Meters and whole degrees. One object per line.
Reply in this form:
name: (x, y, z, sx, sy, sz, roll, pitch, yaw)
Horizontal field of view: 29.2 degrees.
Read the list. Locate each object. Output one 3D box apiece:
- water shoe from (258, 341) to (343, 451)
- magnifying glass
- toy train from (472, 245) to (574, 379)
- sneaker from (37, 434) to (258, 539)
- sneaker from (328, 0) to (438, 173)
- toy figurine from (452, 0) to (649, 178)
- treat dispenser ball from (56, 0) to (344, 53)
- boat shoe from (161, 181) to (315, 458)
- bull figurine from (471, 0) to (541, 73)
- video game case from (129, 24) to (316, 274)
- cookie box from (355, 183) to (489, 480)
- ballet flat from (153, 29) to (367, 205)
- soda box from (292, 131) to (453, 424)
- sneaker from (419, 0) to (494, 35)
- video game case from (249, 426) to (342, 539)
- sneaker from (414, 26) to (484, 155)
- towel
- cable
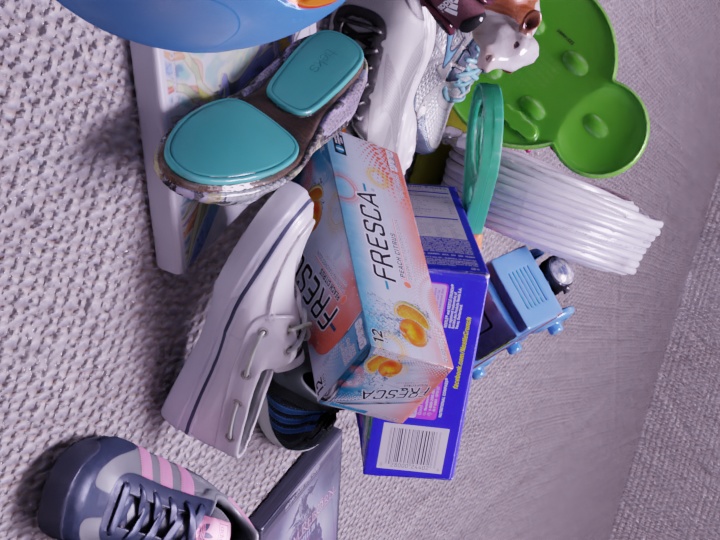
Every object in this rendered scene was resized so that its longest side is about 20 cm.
water shoe: (-0.036, 0.093, 1.049, 0.072, 0.078, 0.201, -63, 157, -22)
magnifying glass: (0.092, -0.053, 1.117, 0.080, 0.022, 0.202, -98, -169, -64)
toy train: (0.103, 0.047, 1.239, 0.114, 0.087, 0.199, -18, 167, -47)
sneaker: (-0.125, 0.151, 0.866, 0.071, 0.081, 0.200, -70, 159, -5)
sneaker: (0.005, -0.137, 0.983, 0.079, 0.073, 0.202, -41, 143, -45)
toy figurine: (0.177, -0.149, 1.233, 0.150, 0.200, 0.184, -47, 166, 4)
treat dispenser ball: (-0.067, -0.194, 0.574, 0.201, 0.199, 0.203, -50, 150, -44)
boat shoe: (-0.061, 0.035, 0.875, 0.201, 0.066, 0.074, -62, 173, 36)
bull figurine: (0.099, -0.247, 1.047, 0.065, 0.120, 0.202, 140, -30, -77)
video game case: (-0.077, -0.127, 0.850, 0.183, 0.022, 0.202, -51, 151, -44)
cookie box: (0.040, 0.041, 1.090, 0.200, 0.074, 0.173, -100, -163, -69)
ballet flat: (-0.058, -0.076, 0.825, 0.200, 0.071, 0.073, -46, 147, -47)
soda box: (0.000, 0.000, 0.917, 0.064, 0.068, 0.201, -50, -144, 34)
sneaker: (0.037, -0.203, 0.866, 0.199, 0.075, 0.116, -22, 83, -59)
video game case: (-0.058, 0.254, 1.208, 0.143, 0.019, 0.202, -47, 148, -49)
sneaker: (0.083, -0.188, 1.115, 0.077, 0.085, 0.202, -12, 118, -66)
towel: (0.088, -0.162, 1.250, 0.086, 0.018, 0.202, 15, 93, -64)
cable: (0.166, -0.056, 1.229, 0.199, 0.199, 0.070, 8, 107, -60)
